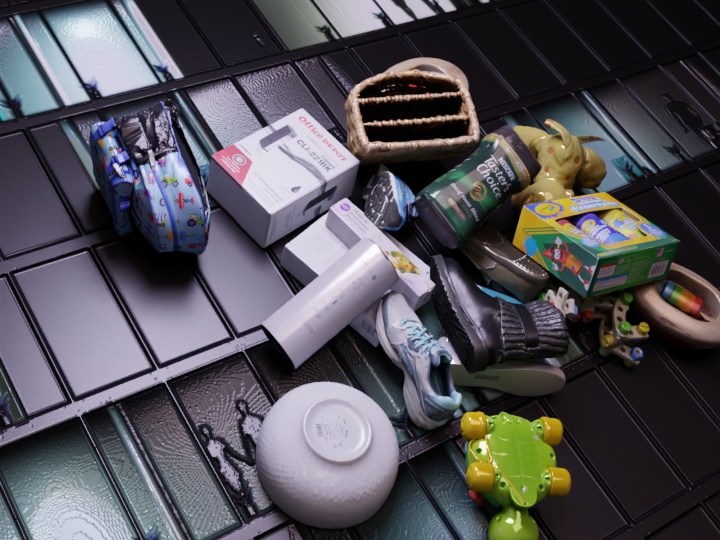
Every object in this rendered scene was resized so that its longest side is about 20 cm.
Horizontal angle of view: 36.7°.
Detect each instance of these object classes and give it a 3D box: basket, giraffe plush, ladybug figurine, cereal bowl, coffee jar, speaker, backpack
[{"bbox_3d":[0.080,-0.253,1.734,0.196,0.149,0.146,-4,86,-8],"label":"basket"},{"bbox_3d":[0.316,-0.138,1.804,0.170,0.200,0.165,25,82,-11],"label":"giraffe plush"},{"bbox_3d":[0.505,0.058,1.743,0.198,0.072,0.136,34,50,11],"label":"ladybug figurine"},{"bbox_3d":[-0.037,0.230,1.431,0.196,0.084,0.203,9,51,-11],"label":"cereal bowl"},{"bbox_3d":[0.105,-0.301,1.894,0.198,0.072,0.136,-26,65,-32],"label":"ladybug figurine"},{"bbox_3d":[0.184,-0.132,1.682,0.199,0.085,0.105,-41,92,-19],"label":"coffee jar"},{"bbox_3d":[-0.044,0.046,1.531,0.199,0.081,0.081,-40,69,-13],"label":"speaker"},{"bbox_3d":[-0.296,-0.112,1.569,0.133,0.183,0.202,-19,71,-20],"label":"backpack"}]

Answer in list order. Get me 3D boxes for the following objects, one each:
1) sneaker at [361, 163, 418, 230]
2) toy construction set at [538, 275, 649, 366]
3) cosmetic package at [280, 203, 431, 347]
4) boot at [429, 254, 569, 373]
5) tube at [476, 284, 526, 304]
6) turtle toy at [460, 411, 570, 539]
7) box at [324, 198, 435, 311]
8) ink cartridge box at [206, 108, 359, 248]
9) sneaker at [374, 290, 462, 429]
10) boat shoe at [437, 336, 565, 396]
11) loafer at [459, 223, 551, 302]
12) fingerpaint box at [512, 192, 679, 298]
[{"bbox_3d":[0.058,-0.109,1.699,0.089,0.079,0.201,28,18,-12],"label":"sneaker"},{"bbox_3d":[0.347,0.068,1.669,0.197,0.092,0.133,18,49,-30],"label":"toy construction set"},{"bbox_3d":[0.000,0.000,1.646,0.199,0.052,0.150,40,54,15],"label":"cosmetic package"},{"bbox_3d":[0.197,0.053,1.578,0.155,0.080,0.213,-12,54,-16],"label":"boot"},{"bbox_3d":[0.219,0.062,1.670,0.197,0.051,0.078,19,46,-8],"label":"tube"},{"bbox_3d":[0.200,0.281,1.451,0.143,0.102,0.203,6,51,-10],"label":"turtle toy"},{"bbox_3d":[0.028,-0.025,1.616,0.038,0.042,0.200,-31,66,-36],"label":"box"},{"bbox_3d":[-0.120,-0.148,1.704,0.144,0.084,0.199,43,52,19],"label":"ink cartridge box"},{"bbox_3d":[0.091,0.116,1.529,0.077,0.086,0.203,-14,75,-37],"label":"sneaker"},{"bbox_3d":[0.203,0.136,1.597,0.196,0.073,0.069,4,51,-2],"label":"boat shoe"},{"bbox_3d":[0.209,-0.015,1.710,0.075,0.068,0.199,-9,36,-41],"label":"loafer"},{"bbox_3d":[0.365,-0.045,1.686,0.197,0.074,0.167,-10,36,-36],"label":"fingerpaint box"}]
